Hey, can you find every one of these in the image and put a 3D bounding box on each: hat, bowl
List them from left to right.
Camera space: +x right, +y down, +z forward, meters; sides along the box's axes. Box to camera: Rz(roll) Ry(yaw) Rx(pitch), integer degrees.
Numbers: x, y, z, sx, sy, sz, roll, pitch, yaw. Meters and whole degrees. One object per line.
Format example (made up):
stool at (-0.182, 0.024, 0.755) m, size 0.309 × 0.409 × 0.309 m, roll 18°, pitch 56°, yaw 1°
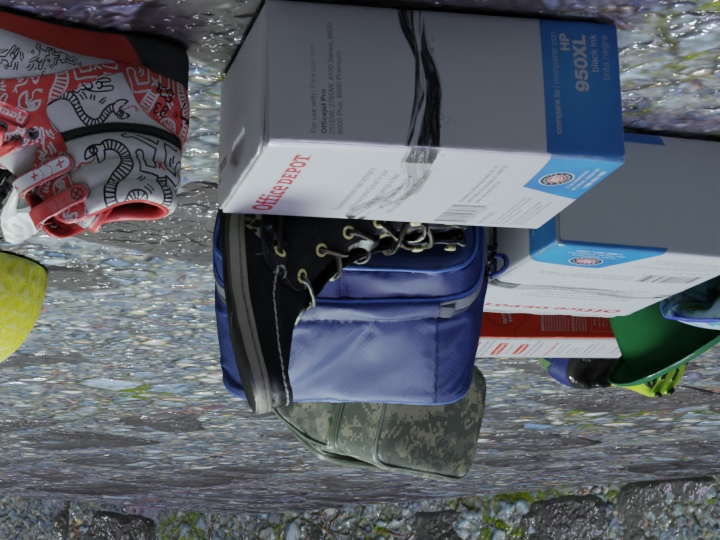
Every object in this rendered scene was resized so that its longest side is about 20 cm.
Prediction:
bowl at (-0.372, 0.051, 1.493) m, size 0.199 × 0.108 × 0.200 m, roll 0°, pitch 167°, yaw 0°
hat at (0.223, -0.018, 1.414) m, size 0.200 × 0.176 × 0.166 m, roll -37°, pitch -175°, yaw -31°

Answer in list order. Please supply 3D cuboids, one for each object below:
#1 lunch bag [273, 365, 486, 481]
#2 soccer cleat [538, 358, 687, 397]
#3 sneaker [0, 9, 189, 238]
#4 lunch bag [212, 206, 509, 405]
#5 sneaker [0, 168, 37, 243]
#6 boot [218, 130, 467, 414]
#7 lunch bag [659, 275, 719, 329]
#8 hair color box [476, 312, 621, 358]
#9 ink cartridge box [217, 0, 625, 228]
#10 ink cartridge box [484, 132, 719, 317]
lunch bag at (0.019, 0.146, 1.879) m, size 0.167 × 0.140 × 0.200 m, roll 10°, pitch 176°, yaw 38°
soccer cleat at (0.270, 0.093, 1.838) m, size 0.200 × 0.065 × 0.084 m, roll 6°, pitch -164°, yaw -42°
sneaker at (-0.189, -0.078, 0.933) m, size 0.201 × 0.108 × 0.067 m, roll 6°, pitch 166°, yaw -23°
lunch bag at (0.000, 0.000, 1.162) m, size 0.199 × 0.136 × 0.133 m, roll -1°, pitch 126°, yaw 4°
sneaker at (-0.200, -0.066, 1.095) m, size 0.079 × 0.074 × 0.200 m, roll -8°, pitch 174°, yaw -8°
boot at (-0.008, -0.013, 1.051) m, size 0.153 × 0.204 × 0.074 m, roll -3°, pitch 147°, yaw -4°
lunch bag at (0.330, -0.007, 1.221) m, size 0.169 × 0.128 × 0.200 m, roll 4°, pitch 157°, yaw -20°
hair color box at (0.158, 0.042, 1.571) m, size 0.199 × 0.061 × 0.102 m, roll 0°, pitch 167°, yaw -7°
ink cartridge box at (0.028, -0.083, 0.970) m, size 0.199 × 0.085 × 0.145 m, roll 2°, pitch 166°, yaw -14°
ink cartridge box at (0.163, -0.029, 1.211) m, size 0.145 × 0.084 × 0.200 m, roll 3°, pitch 166°, yaw -17°
